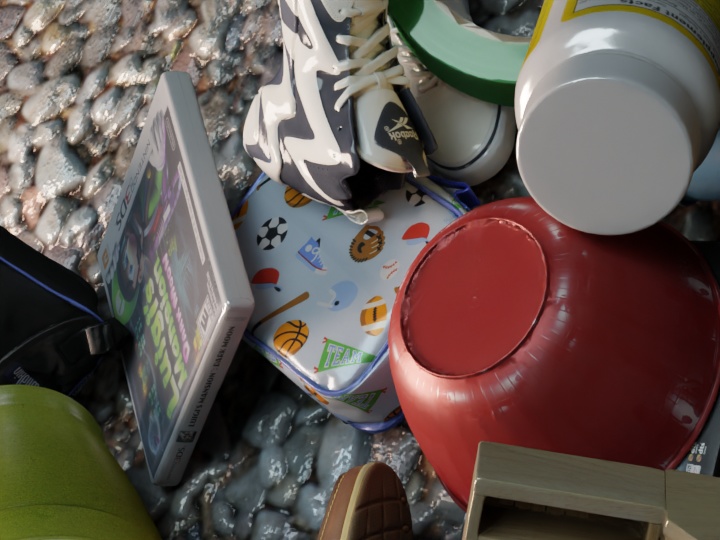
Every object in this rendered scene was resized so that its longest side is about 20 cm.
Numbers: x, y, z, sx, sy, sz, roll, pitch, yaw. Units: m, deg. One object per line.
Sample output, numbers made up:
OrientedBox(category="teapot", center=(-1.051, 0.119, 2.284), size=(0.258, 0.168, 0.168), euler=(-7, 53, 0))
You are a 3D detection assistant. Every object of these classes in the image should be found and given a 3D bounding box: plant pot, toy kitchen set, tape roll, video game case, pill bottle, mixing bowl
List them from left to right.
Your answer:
OrientedBox(category="plant pot", center=(-0.208, 0.177, 1.655), size=(0.200, 0.200, 0.193), euler=(-37, 36, 15))
OrientedBox(category="video game case", center=(-0.122, 0.005, 1.714), size=(0.182, 0.023, 0.200), euler=(114, 148, -44))
OrientedBox(category="mixing bowl", center=(0.091, 0.035, 1.478), size=(0.200, 0.108, 0.200), euler=(-18, 56, 29))
OrientedBox(category="tape roll", center=(0.108, -0.202, 1.651), size=(0.200, 0.048, 0.201), euler=(-3, 74, 10))
OrientedBox(category="toy kitchen set", center=(0.130, 0.217, 1.329), size=(0.180, 0.163, 0.200), euler=(9, 28, 1))
OrientedBox(category="pill bottle", center=(0.147, -0.108, 1.483), size=(0.114, 0.114, 0.200), euler=(-24, 22, 25))

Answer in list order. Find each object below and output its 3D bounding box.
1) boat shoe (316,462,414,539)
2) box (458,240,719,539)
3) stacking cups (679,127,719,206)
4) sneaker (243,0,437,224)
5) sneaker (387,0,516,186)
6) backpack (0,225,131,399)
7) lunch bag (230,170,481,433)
OrientedBox(category="boat shoe", center=(-0.018, 0.205, 1.522), size=(0.067, 0.072, 0.200), euler=(-5, 65, 33))
OrientedBox(category="box", center=(0.152, 0.082, 1.513), size=(0.158, 0.050, 0.200), euler=(2, 67, 38))
OrientedBox(category="stacking cups", center=(0.207, -0.068, 1.554), size=(0.200, 0.060, 0.061), euler=(-1, 65, 34))
OrientedBox(category="sneaker", center=(0.006, -0.116, 1.592), size=(0.130, 0.079, 0.199), euler=(41, 122, 33))
OrientedBox(category="sneaker", center=(0.041, -0.140, 1.707), size=(0.073, 0.071, 0.200), euler=(-34, 49, 19))
OrientedBox(category="backpack", center=(-0.286, 0.059, 1.776), size=(0.200, 0.183, 0.147), euler=(-55, 21, 7))
OrientedBox(category="lunch bag", center=(0.000, 0.000, 1.660), size=(0.160, 0.076, 0.200), euler=(-52, 46, -2))
